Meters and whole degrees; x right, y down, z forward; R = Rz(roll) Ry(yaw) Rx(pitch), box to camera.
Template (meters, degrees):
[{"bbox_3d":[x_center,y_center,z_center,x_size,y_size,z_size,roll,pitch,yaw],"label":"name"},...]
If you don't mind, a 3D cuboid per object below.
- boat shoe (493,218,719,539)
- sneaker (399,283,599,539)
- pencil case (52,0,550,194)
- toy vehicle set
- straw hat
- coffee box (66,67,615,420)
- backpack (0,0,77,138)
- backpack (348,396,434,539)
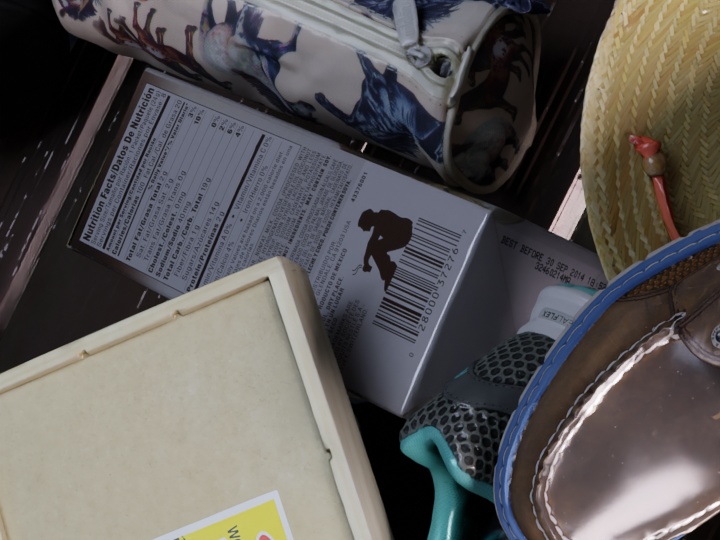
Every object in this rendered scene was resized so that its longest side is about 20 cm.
[{"bbox_3d":[0.122,0.014,0.670,0.200,0.072,0.072,-42,10,-7],"label":"boat shoe"},{"bbox_3d":[0.054,0.107,0.747,0.078,0.091,0.200,16,125,48],"label":"sneaker"},{"bbox_3d":[-0.027,-0.099,0.907,0.200,0.089,0.078,23,76,21],"label":"pencil case"},{"bbox_3d":[-0.048,0.110,0.751,0.124,0.027,0.200,-22,72,12],"label":"toy vehicle set"},{"bbox_3d":[0.160,-0.051,0.762,0.201,0.201,0.085,-64,3,3],"label":"straw hat"},{"bbox_3d":[0.000,0.000,0.875,0.200,0.113,0.080,24,91,46],"label":"coffee box"},{"bbox_3d":[-0.169,-0.179,1.077,0.163,0.154,0.200,114,145,-65],"label":"backpack"},{"bbox_3d":[-0.073,0.123,0.854,0.200,0.153,0.176,3,80,21],"label":"backpack"}]
